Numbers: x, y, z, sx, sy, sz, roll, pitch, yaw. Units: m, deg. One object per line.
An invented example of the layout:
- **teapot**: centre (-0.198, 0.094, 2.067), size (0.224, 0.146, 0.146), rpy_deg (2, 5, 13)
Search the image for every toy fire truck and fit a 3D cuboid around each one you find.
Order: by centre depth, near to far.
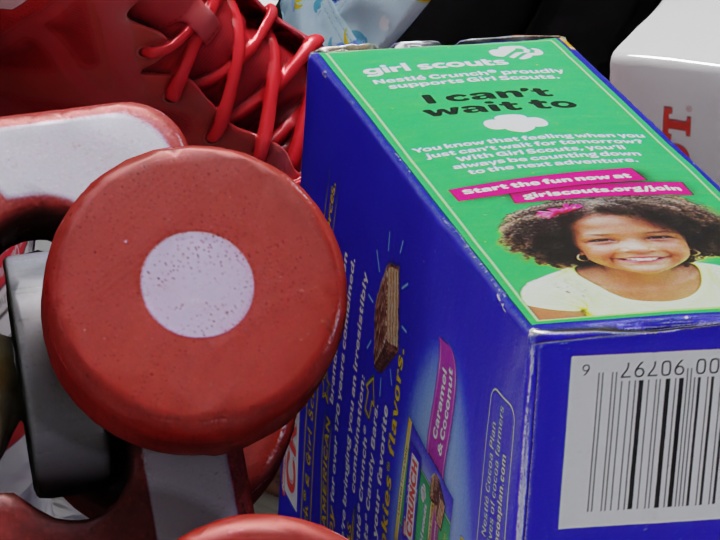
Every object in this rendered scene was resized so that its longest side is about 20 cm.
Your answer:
- **toy fire truck**: centre (-0.084, 0.063, 0.640), size (0.168, 0.200, 0.112), rpy_deg (-8, -15, -12)

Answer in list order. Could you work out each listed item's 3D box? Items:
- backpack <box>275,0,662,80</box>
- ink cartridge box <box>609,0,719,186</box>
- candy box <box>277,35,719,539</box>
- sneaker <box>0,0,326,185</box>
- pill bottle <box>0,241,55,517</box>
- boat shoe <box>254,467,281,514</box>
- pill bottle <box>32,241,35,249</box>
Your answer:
- **backpack**: centre (0.074, -0.115, 0.926), size (0.163, 0.200, 0.154), rpy_deg (12, 53, -28)
- **ink cartridge box**: centre (0.175, 0.002, 0.838), size (0.200, 0.147, 0.086), rpy_deg (8, 25, 19)
- **candy box**: centre (0.038, 0.052, 0.682), size (0.077, 0.169, 0.200), rpy_deg (-2, 22, -15)
- **sneaker**: centre (-0.041, -0.052, 0.768), size (0.200, 0.116, 0.078), rpy_deg (17, 63, -7)
- **pill bottle**: centre (-0.140, 0.004, 0.741), size (0.112, 0.200, 0.112), rpy_deg (-9, 29, 5)
- **boat shoe**: centre (0.036, 0.043, 0.836), size (0.200, 0.072, 0.076), rpy_deg (10, 23, 23)
- **pill bottle**: centre (-0.158, -0.008, 0.910), size (0.112, 0.113, 0.200), rpy_deg (-1, 22, -3)
